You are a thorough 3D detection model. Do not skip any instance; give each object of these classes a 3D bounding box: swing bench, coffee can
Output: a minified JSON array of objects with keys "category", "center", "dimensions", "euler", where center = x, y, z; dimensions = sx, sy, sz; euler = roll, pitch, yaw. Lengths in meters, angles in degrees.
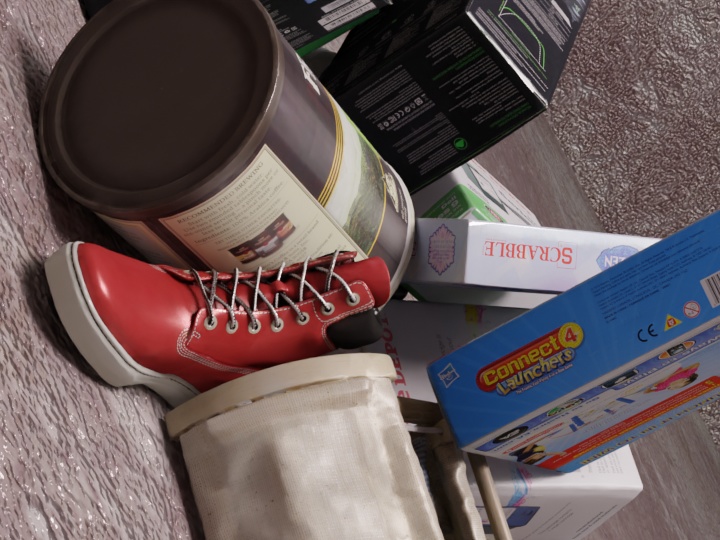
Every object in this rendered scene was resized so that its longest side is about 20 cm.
[{"category":"swing bench","center":[0.009,0.165,1.083],"dimensions":[0.200,0.130,0.199],"euler":[39,29,-62]},{"category":"coffee can","center":[-0.072,-0.055,1.127],"dimensions":[0.200,0.146,0.147],"euler":[47,22,-55]}]

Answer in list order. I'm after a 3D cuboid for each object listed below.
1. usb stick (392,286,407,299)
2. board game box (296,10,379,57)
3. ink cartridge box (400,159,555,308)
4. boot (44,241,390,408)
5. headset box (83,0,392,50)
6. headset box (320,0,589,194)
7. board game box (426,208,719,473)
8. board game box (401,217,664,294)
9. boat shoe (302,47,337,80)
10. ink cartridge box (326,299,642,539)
[{"category":"usb stick","center":[0.000,0.000,1.428],"dimensions":[0.056,0.033,0.200],"euler":[66,11,6]},{"category":"board game box","center":[-0.044,-0.207,1.541],"dimensions":[0.029,0.134,0.200],"euler":[57,14,-18]},{"category":"ink cartridge box","center":[0.085,-0.019,1.511],"dimensions":[0.146,0.084,0.200],"euler":[41,12,-24]},{"category":"boot","center":[-0.066,0.012,1.032],"dimensions":[0.200,0.144,0.073],"euler":[37,32,-62]},{"category":"headset box","center":[-0.101,-0.235,1.275],"dimensions":[0.200,0.174,0.093],"euler":[70,13,17]},{"category":"headset box","center":[0.065,-0.161,1.441],"dimensions":[0.093,0.174,0.200],"euler":[48,35,-17]},{"category":"board game box","center":[0.167,0.048,1.165],"dimensions":[0.196,0.200,0.056],"euler":[21,43,-64]},{"category":"board game box","center":[0.091,-0.007,1.275],"dimensions":[0.200,0.199,0.041],"euler":[4,89,-33]},{"category":"boat shoe","center":[-0.016,-0.102,1.612],"dimensions":[0.086,0.075,0.202],"euler":[43,-19,42]},{"category":"ink cartridge box","center":[0.070,0.102,1.313],"dimensions":[0.200,0.088,0.146],"euler":[5,55,-33]}]
